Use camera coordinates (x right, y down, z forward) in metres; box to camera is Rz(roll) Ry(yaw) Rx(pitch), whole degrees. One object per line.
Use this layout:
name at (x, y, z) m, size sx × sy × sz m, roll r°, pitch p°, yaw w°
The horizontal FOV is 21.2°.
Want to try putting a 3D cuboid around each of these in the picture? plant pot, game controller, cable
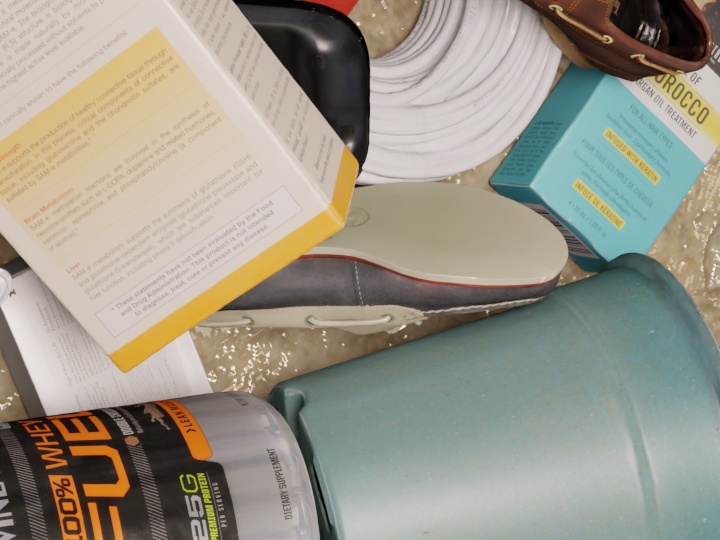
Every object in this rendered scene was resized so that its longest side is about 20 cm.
plant pot at (0.064, 0.109, 0.943) m, size 0.195 × 0.200 × 0.202 m, roll -12°, pitch 99°, yaw -15°
game controller at (-0.094, -0.082, 0.872) m, size 0.198 × 0.042 × 0.105 m, roll 5°, pitch 126°, yaw 5°
cable at (0.008, -0.142, 0.957) m, size 0.199 × 0.069 × 0.202 m, roll -14°, pitch 100°, yaw -24°

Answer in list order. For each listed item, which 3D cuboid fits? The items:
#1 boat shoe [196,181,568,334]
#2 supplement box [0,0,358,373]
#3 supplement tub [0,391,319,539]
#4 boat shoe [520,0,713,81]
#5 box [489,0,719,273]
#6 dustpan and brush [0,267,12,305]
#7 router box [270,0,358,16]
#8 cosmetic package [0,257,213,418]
boat shoe at (0.000, 0.000, 0.932) m, size 0.198 × 0.071 × 0.063 m, roll 2°, pitch 128°, yaw 3°
supplement box at (-0.109, -0.075, 0.806) m, size 0.126 × 0.074 × 0.200 m, roll -32°, pitch 108°, yaw 19°
supplement tub at (-0.127, 0.123, 0.830) m, size 0.199 × 0.122 × 0.124 m, roll -7°, pitch 97°, yaw -26°
boat shoe at (0.104, -0.151, 0.910) m, size 0.200 × 0.070 × 0.071 m, roll 29°, pitch 81°, yaw -49°
box at (0.162, -0.100, 1.038) m, size 0.082 × 0.049 × 0.201 m, roll 39°, pitch 79°, yaw -21°
dustpan and brush at (-0.233, 0.057, 0.842) m, size 0.200 × 0.057 × 0.140 m, roll -38°, pitch 110°, yaw 0°
router box at (-0.023, -0.234, 0.843) m, size 0.201 × 0.049 × 0.180 m, roll -55°, pitch 129°, yaw -12°
cosmetic package at (-0.110, 0.080, 0.931) m, size 0.082 × 0.051 × 0.201 m, roll -25°, pitch 104°, yaw -23°
